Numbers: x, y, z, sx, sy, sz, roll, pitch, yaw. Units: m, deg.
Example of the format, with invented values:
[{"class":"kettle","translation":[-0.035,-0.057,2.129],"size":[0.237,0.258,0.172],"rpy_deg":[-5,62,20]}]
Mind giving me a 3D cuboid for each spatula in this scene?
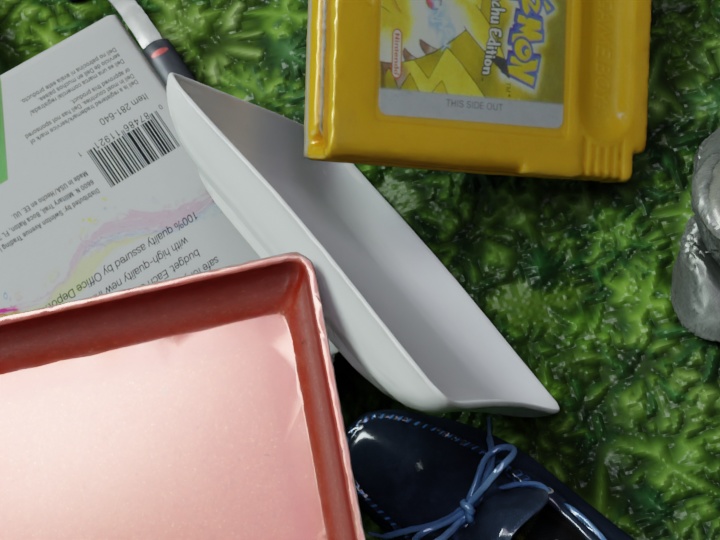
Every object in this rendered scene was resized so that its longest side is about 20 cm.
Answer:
[{"class":"spatula","translation":[-0.122,-0.134,1.027],"size":[0.056,0.021,0.200],"rpy_deg":[-29,70,-10]}]

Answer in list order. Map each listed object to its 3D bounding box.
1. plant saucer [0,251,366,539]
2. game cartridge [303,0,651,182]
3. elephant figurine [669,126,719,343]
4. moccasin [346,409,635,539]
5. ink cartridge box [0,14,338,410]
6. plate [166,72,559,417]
[{"class":"plant saucer","translation":[-0.097,0.110,0.781],"size":[0.200,0.037,0.200],"rpy_deg":[-13,75,6]},{"class":"game cartridge","translation":[0.065,-0.137,0.935],"size":[0.200,0.032,0.177],"rpy_deg":[2,90,-31]},{"class":"elephant figurine","translation":[0.213,-0.019,0.923],"size":[0.200,0.155,0.142],"rpy_deg":[36,117,26]},{"class":"moccasin","translation":[0.077,0.122,0.882],"size":[0.200,0.068,0.081],"rpy_deg":[26,88,13]},{"class":"ink cartridge box","translation":[-0.129,0.003,0.889],"size":[0.145,0.084,0.200],"rpy_deg":[-35,91,-28]},{"class":"plate","translation":[0.000,0.000,0.883],"size":[0.032,0.200,0.200],"rpy_deg":[-44,73,11]}]
